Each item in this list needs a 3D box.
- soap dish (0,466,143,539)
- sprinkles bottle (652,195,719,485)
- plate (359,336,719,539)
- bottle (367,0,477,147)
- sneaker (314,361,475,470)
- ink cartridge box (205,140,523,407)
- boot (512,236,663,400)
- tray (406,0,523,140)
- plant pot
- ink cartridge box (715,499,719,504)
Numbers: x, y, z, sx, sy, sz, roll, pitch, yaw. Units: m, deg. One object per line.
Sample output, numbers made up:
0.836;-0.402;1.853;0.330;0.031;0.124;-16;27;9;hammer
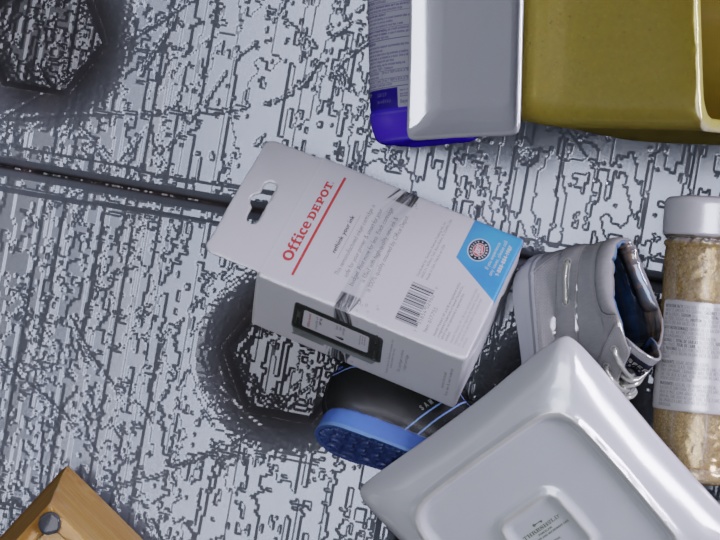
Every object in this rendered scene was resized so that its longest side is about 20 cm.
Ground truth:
-0.201;0.269;1.669;0.200;0.081;0.157;44;95;6;soap dish
0.241;0.049;1.612;0.068;0.068;0.201;4;89;9;sprinkles bottle
0.130;0.175;1.576;0.199;0.032;0.200;-38;99;22;plate
0.045;-0.190;1.644;0.083;0.065;0.201;-4;87;41;bottle
0.069;0.117;1.639;0.199;0.070;0.078;23;60;-6;sneaker
0.000;0.000;1.627;0.199;0.068;0.116;23;56;8;ink cartridge box
0.166;0.077;1.598;0.095;0.073;0.201;-18;77;43;boot
0.076;-0.188;1.524;0.107;0.022;0.201;1;90;50;tray
0.168;-0.181;1.572;0.199;0.195;0.195;-3;88;27;plant pot
0.277;0.261;1.616;0.199;0.041;0.201;-1;88;10;ink cartridge box
